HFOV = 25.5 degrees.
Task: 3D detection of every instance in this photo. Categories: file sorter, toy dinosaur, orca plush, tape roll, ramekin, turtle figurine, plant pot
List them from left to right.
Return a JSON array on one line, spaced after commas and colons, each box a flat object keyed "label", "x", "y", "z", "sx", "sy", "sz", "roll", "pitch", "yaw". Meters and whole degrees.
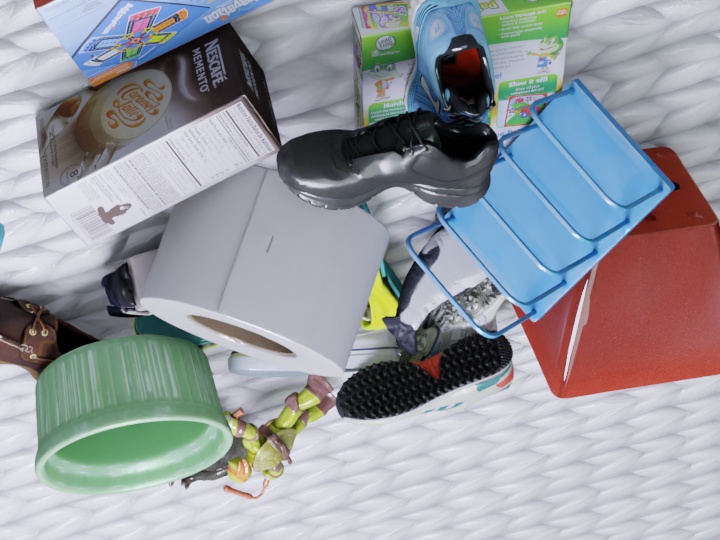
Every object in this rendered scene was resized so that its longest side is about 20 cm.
[{"label": "ramekin", "x": -0.233, "y": 0.144, "z": 1.601, "sx": 0.198, "sy": 0.098, "sz": 0.200, "roll": -12, "pitch": 155, "yaw": -5}, {"label": "toy dinosaur", "x": -0.165, "y": 0.207, "z": 1.813, "sx": 0.102, "sy": 0.077, "sz": 0.200, "roll": -23, "pitch": 137, "yaw": 18}, {"label": "tape roll", "x": -0.087, "y": -0.001, "z": 1.467, "sx": 0.201, "sy": 0.140, "sz": 0.203, "roll": 19, "pitch": 168, "yaw": 4}, {"label": "turtle figurine", "x": -0.097, "y": 0.178, "z": 1.756, "sx": 0.161, "sy": 0.064, "sz": 0.200, "roll": -45, "pitch": 145, "yaw": -11}, {"label": "orca plush", "x": 0.098, "y": 0.000, "z": 1.647, "sx": 0.105, "sy": 0.071, "sz": 0.201, "roll": 31, "pitch": 82, "yaw": -8}, {"label": "file sorter", "x": 0.161, "y": -0.052, "z": 1.480, "sx": 0.200, "sy": 0.139, "sz": 0.122, "roll": -47, "pitch": 168, "yaw": 31}, {"label": "plant pot", "x": 0.271, "y": -0.012, "z": 1.634, "sx": 0.198, "sy": 0.200, "sz": 0.177, "roll": -7, "pitch": 131, "yaw": -11}]

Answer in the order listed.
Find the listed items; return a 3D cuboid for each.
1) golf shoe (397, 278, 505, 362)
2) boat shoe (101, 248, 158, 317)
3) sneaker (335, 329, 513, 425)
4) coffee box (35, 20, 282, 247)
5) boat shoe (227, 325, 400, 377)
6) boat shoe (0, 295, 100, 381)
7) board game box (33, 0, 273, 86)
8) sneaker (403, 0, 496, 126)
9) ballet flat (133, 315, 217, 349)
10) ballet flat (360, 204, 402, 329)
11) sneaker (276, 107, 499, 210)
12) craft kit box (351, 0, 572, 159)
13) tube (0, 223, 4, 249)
[{"label": "golf shoe", "x": 0.120, "y": 0.042, "z": 1.733, "sx": 0.097, "sy": 0.079, "sz": 0.200, "roll": 8, "pitch": 144, "yaw": -35}, {"label": "boat shoe", "x": -0.165, "y": 0.002, "z": 1.595, "sx": 0.199, "sy": 0.075, "sz": 0.093, "roll": -8, "pitch": 175, "yaw": -32}, {"label": "sneaker", "x": 0.075, "y": 0.134, "z": 1.715, "sx": 0.198, "sy": 0.071, "sz": 0.094, "roll": -20, "pitch": 145, "yaw": 1}, {"label": "coffee box", "x": -0.179, "y": -0.122, "z": 1.401, "sx": 0.199, "sy": 0.115, "sz": 0.080, "roll": -26, "pitch": 137, "yaw": 9}, {"label": "boat shoe", "x": -0.052, "y": 0.078, "z": 1.715, "sx": 0.199, "sy": 0.067, "sz": 0.073, "roll": 1, "pitch": 170, "yaw": -30}, {"label": "boat shoe", "x": -0.329, "y": 0.063, "z": 1.595, "sx": 0.070, "sy": 0.071, "sz": 0.200, "roll": -26, "pitch": 148, "yaw": 22}, {"label": "board game box", "x": -0.165, "y": -0.235, "z": 1.350, "sx": 0.199, "sy": 0.020, "sz": 0.103, "roll": -24, "pitch": 138, "yaw": 8}, {"label": "sneaker", "x": 0.081, "y": -0.155, "z": 1.407, "sx": 0.078, "sy": 0.090, "sz": 0.201, "roll": -15, "pitch": 140, "yaw": -2}, {"label": "ballet flat", "x": -0.135, "y": 0.043, "z": 1.651, "sx": 0.198, "sy": 0.067, "sz": 0.067, "roll": -16, "pitch": 169, "yaw": -3}, {"label": "ballet flat", "x": 0.000, "y": 0.000, "z": 1.628, "sx": 0.067, "sy": 0.067, "sz": 0.200, "roll": -21, "pitch": 142, "yaw": 4}, {"label": "sneaker", "x": 0.026, "y": -0.104, "z": 1.371, "sx": 0.198, "sy": 0.076, "sz": 0.091, "roll": -4, "pitch": 153, "yaw": -17}, {"label": "craft kit box", "x": 0.091, "y": -0.173, "z": 1.492, "sx": 0.198, "sy": 0.049, "sz": 0.198, "roll": -10, "pitch": 142, "yaw": -8}, {"label": "tube", "x": -0.422, "y": -0.057, "z": 1.446, "sx": 0.199, "sy": 0.051, "sz": 0.077, "roll": 27, "pitch": 120, "yaw": -34}]
